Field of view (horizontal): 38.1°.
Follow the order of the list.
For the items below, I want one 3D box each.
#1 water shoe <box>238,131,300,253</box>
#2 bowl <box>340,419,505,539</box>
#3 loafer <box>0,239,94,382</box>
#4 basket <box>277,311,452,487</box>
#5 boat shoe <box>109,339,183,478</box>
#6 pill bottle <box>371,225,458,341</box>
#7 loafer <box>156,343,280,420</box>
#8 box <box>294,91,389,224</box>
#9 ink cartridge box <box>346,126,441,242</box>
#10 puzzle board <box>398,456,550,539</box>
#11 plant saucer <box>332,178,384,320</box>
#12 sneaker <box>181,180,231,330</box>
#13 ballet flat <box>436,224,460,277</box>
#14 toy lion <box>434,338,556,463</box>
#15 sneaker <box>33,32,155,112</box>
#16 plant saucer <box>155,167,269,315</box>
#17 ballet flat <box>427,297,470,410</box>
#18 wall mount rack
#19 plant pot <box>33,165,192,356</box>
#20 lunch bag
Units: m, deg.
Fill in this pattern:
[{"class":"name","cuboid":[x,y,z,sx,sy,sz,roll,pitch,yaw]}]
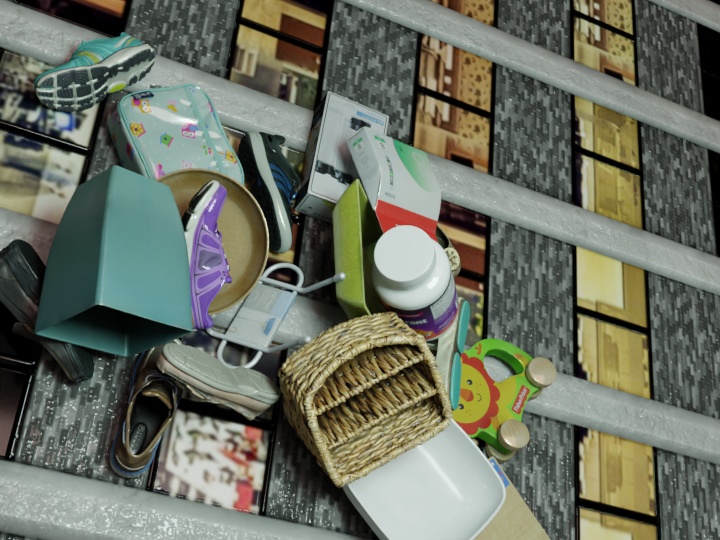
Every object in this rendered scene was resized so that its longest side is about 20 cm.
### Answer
[{"class":"water shoe","cuboid":[-0.121,-0.123,1.571,0.078,0.071,0.201,-7,70,-32]},{"class":"bowl","cuboid":[0.080,0.303,1.450,0.199,0.075,0.200,-33,74,-32]},{"class":"loafer","cuboid":[-0.413,0.062,1.341,0.072,0.073,0.201,-31,89,4]},{"class":"basket","cuboid":[0.009,0.160,1.392,0.199,0.143,0.149,-24,44,-20]},{"class":"boat shoe","cuboid":[-0.264,0.167,1.351,0.072,0.072,0.201,20,58,-17]},{"class":"pill bottle","cuboid":[0.076,0.017,1.473,0.111,0.200,0.112,-5,65,10]},{"class":"loafer","cuboid":[-0.190,0.154,1.360,0.199,0.063,0.072,26,18,-44]},{"class":"box","cuboid":[-0.027,-0.171,1.650,0.116,0.060,0.201,21,58,-17]},{"class":"ink cartridge box","cuboid":[0.071,-0.111,1.584,0.160,0.050,0.201,16,44,-50]},{"class":"puzzle board","cuboid":[0.165,0.383,1.500,0.199,0.017,0.151,-30,82,-33]},{"class":"plant saucer","cuboid":[0.000,0.000,1.530,0.047,0.200,0.201,-8,65,10]},{"class":"sneaker","cuboid":[-0.205,-0.019,1.381,0.083,0.081,0.202,11,97,-17]},{"class":"ballet flat","cuboid":[0.097,-0.074,1.675,0.067,0.046,0.201,-30,82,-36]},{"class":"toy lion","cuboid":[0.180,0.182,1.590,0.191,0.069,0.200,33,55,0]},{"class":"sneaker","cuboid":[-0.395,-0.293,1.525,0.080,0.078,0.200,40,47,19]},{"class":"plant saucer","cuboid":[-0.223,-0.037,1.424,0.198,0.035,0.202,0,88,-3]},{"class":"ballet flat","cuboid":[0.123,0.126,1.554,0.062,0.068,0.201,-2,48,18]},{"class":"wall mount rack","cuboid":[-0.118,0.051,1.449,0.173,0.075,0.201,14,53,19]},{"class":"plant pot","cuboid":[-0.302,-0.016,1.310,0.141,0.141,0.201,22,58,-43]},{"class":"lunch bag","cuboid":[-0.265,-0.176,1.516,0.160,0.077,0.201,-17,77,-32]}]
